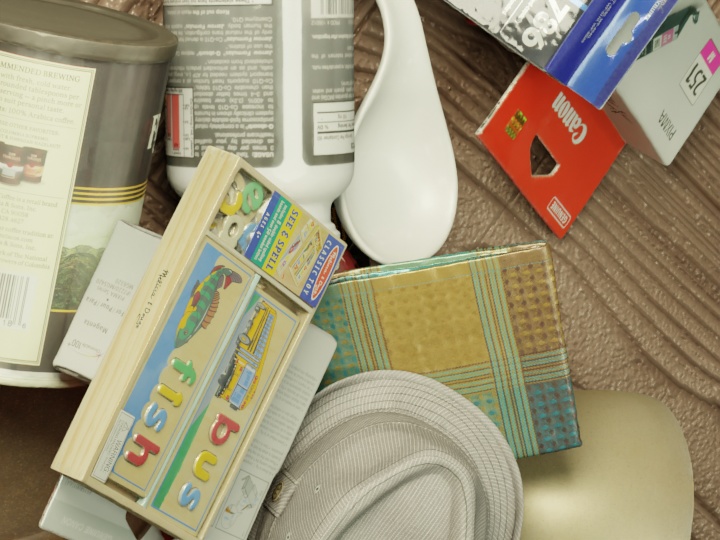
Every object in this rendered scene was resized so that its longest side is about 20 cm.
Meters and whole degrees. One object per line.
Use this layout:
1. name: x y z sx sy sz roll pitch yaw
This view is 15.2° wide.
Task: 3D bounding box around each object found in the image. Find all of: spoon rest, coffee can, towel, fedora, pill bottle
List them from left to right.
1. coffee can: -0.195 -0.050 1.544 0.146 0.146 0.201 3 106 -38
2. pill bottle: -0.061 -0.100 1.622 0.115 0.116 0.201 -4 96 -36
3. spoon rest: 0.015 -0.102 1.692 0.099 0.060 0.201 -9 89 -40
4. fedora: 0.016 0.163 1.642 0.177 0.090 0.200 41 85 -9
5. towel: 0.031 0.062 1.698 0.199 0.022 0.147 -10 112 2

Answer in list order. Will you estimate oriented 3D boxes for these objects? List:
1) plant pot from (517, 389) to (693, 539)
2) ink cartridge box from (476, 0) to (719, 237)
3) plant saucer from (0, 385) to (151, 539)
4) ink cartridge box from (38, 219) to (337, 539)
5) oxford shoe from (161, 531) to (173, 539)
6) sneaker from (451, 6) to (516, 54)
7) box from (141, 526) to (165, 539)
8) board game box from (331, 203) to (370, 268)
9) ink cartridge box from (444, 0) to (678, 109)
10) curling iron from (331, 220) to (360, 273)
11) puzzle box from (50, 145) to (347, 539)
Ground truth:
1. plant pot: 0.118 0.170 1.849 0.134 0.200 0.201 14 99 -23
2. ink cartridge box: 0.169 -0.118 1.807 0.174 0.043 0.200 -57 152 -6
3. plant saucer: -0.215 0.121 1.624 0.199 0.037 0.201 -9 134 -9
4. ink cartridge box: -0.108 0.085 1.566 0.200 0.043 0.174 33 80 -55
5. oxford shoe: -0.095 0.112 1.675 0.072 0.071 0.201 -21 118 -25
6. sneaker: 0.097 -0.231 1.745 0.112 0.071 0.200 -42 129 -21
7. box: -0.080 0.095 1.736 0.144 0.036 0.201 27 95 -34
8. board game box: -0.044 -0.020 1.750 0.104 0.023 0.201 -22 120 -26
9. ink cartridge box: 0.097 -0.197 1.689 0.200 0.039 0.100 35 96 3
10. curling iron: 0.000 0.000 1.719 0.049 0.026 0.201 -29 101 -30
11. puzzle box: -0.087 0.046 1.516 0.133 0.025 0.201 38 75 -55
